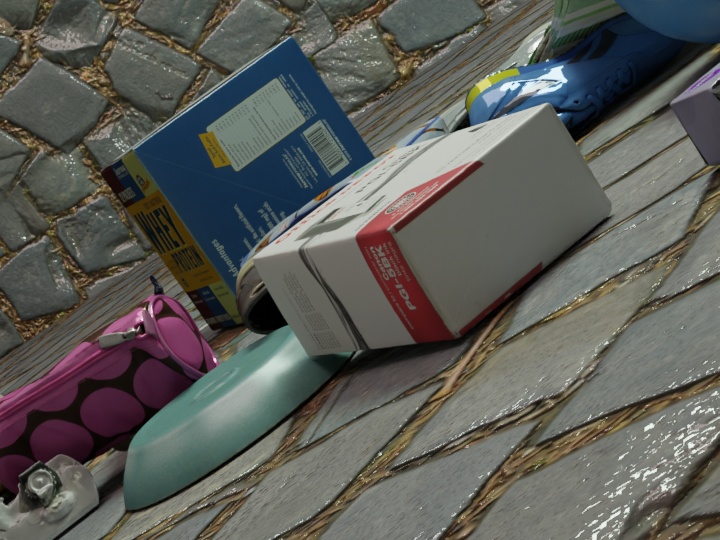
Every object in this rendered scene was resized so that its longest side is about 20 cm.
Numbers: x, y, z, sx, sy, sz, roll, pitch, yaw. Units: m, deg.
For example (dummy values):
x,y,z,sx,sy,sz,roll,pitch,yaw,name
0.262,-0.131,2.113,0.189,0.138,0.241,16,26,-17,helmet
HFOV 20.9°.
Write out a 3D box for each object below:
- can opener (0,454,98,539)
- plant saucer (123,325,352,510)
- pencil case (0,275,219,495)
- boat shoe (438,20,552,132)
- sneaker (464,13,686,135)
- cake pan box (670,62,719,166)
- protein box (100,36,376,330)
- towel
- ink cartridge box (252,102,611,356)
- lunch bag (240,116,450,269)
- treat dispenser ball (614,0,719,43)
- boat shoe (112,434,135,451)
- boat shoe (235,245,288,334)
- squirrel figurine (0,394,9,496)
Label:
x,y,z,sx,sy,sz,roll,pitch,yaw,name
-0.276,0.213,1.436,0.200,0.053,0.067,-38,-25,-15,can opener
-0.093,0.093,1.364,0.200,0.036,0.200,-35,8,5,plant saucer
-0.208,0.094,1.477,0.200,0.091,0.094,-35,-19,17,pencil case
0.149,-0.158,1.799,0.201,0.070,0.072,-38,17,7,boat shoe
0.186,-0.146,1.596,0.199,0.066,0.079,-24,47,-1,sneaker
0.285,-0.137,1.066,0.200,0.052,0.184,-38,5,-18,cake pan box
-0.107,-0.082,1.902,0.200,0.199,0.135,-38,8,-20,protein box
0.216,-0.214,1.633,0.152,0.023,0.200,-20,-17,-12,towel
0.040,-0.022,1.247,0.147,0.083,0.200,-38,13,-26,ink cartridge box
0.003,-0.046,1.625,0.200,0.076,0.160,-31,6,36,lunch bag
0.259,-0.267,1.417,0.200,0.201,0.201,-34,7,5,treat dispenser ball
-0.185,0.097,1.610,0.064,0.071,0.200,-35,9,3,boat shoe
0.000,0.000,1.418,0.199,0.075,0.073,-26,26,16,boat shoe
-0.369,0.187,1.765,0.200,0.141,0.187,-49,17,5,squirrel figurine
